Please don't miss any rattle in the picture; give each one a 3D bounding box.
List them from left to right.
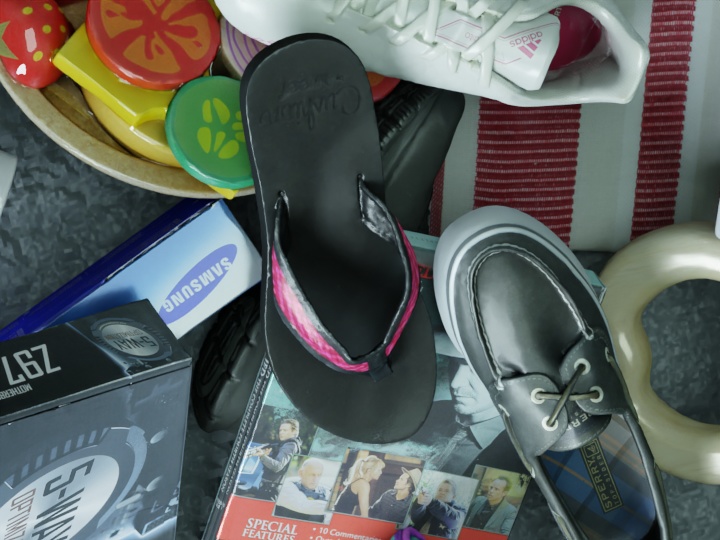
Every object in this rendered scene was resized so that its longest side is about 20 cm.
[{"bbox_3d":[0.147,0.020,1.156,0.199,0.143,0.131,4,124,27],"label":"rattle"}]

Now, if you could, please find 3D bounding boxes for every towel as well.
[{"bbox_3d":[0.132,-0.076,1.131,0.199,0.023,0.145,0,113,-5],"label":"towel"}]

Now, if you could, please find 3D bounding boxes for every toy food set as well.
[{"bbox_3d":[-0.077,-0.123,1.062,0.198,0.049,0.200,37,55,-3],"label":"toy food set"}]

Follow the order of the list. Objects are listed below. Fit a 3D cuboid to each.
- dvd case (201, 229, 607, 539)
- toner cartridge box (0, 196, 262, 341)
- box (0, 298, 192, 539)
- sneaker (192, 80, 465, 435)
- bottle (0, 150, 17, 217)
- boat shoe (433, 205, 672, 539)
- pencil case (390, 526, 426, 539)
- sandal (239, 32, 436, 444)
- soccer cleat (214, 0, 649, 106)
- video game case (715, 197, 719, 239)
[{"bbox_3d":[0.015,0.079,1.097,0.145,0.022,0.201,11,113,-19],"label":"dvd case"},{"bbox_3d":[-0.138,0.039,1.074,0.200,0.095,0.043,-36,100,-6],"label":"toner cartridge box"},{"bbox_3d":[-0.158,0.119,1.021,0.160,0.044,0.201,-16,136,-28],"label":"box"},{"bbox_3d":[0.000,0.000,1.112,0.090,0.076,0.201,27,102,-19],"label":"sneaker"},{"bbox_3d":[-0.254,-0.061,1.053,0.199,0.084,0.066,19,89,-10],"label":"bottle"},{"bbox_3d":[0.095,0.060,1.065,0.068,0.057,0.201,-28,118,0],"label":"boat shoe"},{"bbox_3d":[-0.031,0.204,1.087,0.200,0.092,0.085,-35,62,4],"label":"pencil case"},{"bbox_3d":[-0.009,-0.003,1.010,0.075,0.045,0.201,-20,121,-12],"label":"sandal"},{"bbox_3d":[0.036,-0.112,1.022,0.199,0.086,0.070,6,112,-27],"label":"soccer cleat"},{"bbox_3d":[0.241,-0.105,1.105,0.199,0.022,0.183,-3,104,-48],"label":"video game case"}]
